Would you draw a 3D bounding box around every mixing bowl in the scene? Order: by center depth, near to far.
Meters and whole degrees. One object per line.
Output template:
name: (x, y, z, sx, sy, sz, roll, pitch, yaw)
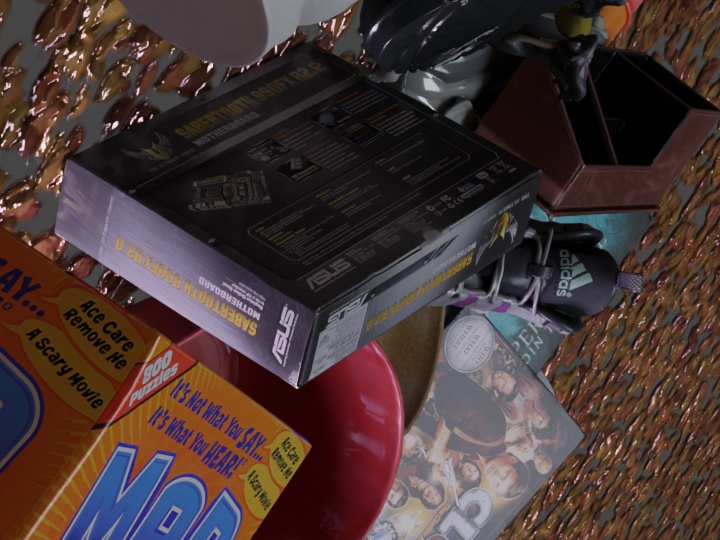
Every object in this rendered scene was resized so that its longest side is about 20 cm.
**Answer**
mixing bowl: (-0.088, 0.086, 1.268, 0.200, 0.108, 0.200, -17, 123, -27)

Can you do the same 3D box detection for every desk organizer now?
desk organizer: (0.142, -0.085, 1.436, 0.077, 0.072, 0.200, -55, 161, 16)

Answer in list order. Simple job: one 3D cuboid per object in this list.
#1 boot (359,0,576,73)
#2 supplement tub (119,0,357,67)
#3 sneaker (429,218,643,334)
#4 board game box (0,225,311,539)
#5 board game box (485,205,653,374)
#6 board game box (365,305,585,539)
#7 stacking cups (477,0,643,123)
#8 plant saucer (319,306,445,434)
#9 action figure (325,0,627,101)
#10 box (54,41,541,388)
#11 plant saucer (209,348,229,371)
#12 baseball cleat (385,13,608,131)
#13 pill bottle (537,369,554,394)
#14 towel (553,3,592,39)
boot: (0.044, -0.194, 1.154, 0.198, 0.163, 0.073, -26, 167, -33)
supplement tub: (-0.022, -0.197, 1.029, 0.200, 0.145, 0.145, -47, 155, -23)
sneaker: (0.090, -0.005, 1.362, 0.200, 0.140, 0.078, -9, 111, -68)
board game box: (-0.178, 0.083, 0.994, 0.200, 0.200, 0.200, -56, 158, -5)
board game box: (0.091, -0.006, 1.555, 0.135, 0.028, 0.200, 48, 69, -28)
board game box: (0.033, 0.129, 1.499, 0.200, 0.035, 0.136, -48, 120, -11)
stacking cups: (0.123, -0.131, 1.519, 0.200, 0.060, 0.061, -47, 155, -24)
plant saucer: (0.000, 0.000, 1.386, 0.200, 0.035, 0.200, 0, 90, -68)
action figure: (0.033, -0.153, 1.236, 0.102, 0.200, 0.119, -25, -134, 60)
box: (-0.028, -0.034, 1.209, 0.200, 0.158, 0.048, -32, 144, -47)
plant saucer: (-0.071, 0.081, 1.429, 0.200, 0.037, 0.200, -44, 154, -28)
baseball cleat: (0.073, -0.121, 1.422, 0.200, 0.070, 0.107, 1, 111, -52)
pill bottle: (0.036, 0.135, 1.618, 0.200, 0.114, 0.114, -43, 153, -33)
towel: (0.135, -0.243, 1.366, 0.144, 0.023, 0.200, -85, -176, -45)
